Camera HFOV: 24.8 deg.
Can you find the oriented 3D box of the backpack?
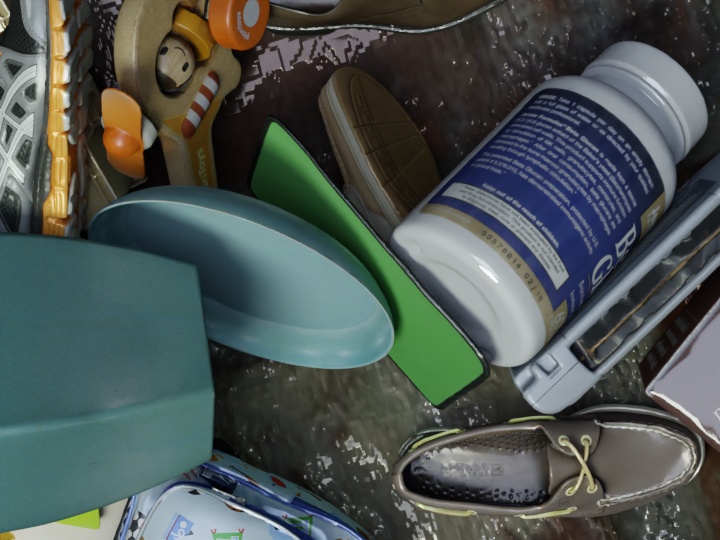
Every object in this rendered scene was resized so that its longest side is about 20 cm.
[{"bbox_3d":[-0.071,0.214,1.034,0.190,0.154,0.200,21,91,-3],"label":"backpack"}]

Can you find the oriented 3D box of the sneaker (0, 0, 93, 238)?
[{"bbox_3d":[-0.199,-0.091,0.957,0.077,0.078,0.200,8,111,1],"label":"sneaker"}]

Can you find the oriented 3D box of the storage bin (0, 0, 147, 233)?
[{"bbox_3d":[-0.276,-0.088,1.045,0.200,0.094,0.199,-25,108,8],"label":"storage bin"}]

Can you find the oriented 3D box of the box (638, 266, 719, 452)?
[{"bbox_3d":[0.292,0.063,0.963,0.200,0.166,0.164,38,97,6],"label":"box"}]

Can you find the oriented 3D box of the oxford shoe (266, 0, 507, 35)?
[{"bbox_3d":[0.018,-0.187,1.038,0.200,0.084,0.073,-11,88,7],"label":"oxford shoe"}]

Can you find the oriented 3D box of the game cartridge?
[{"bbox_3d":[0.172,0.003,0.994,0.200,0.133,0.042,-44,88,5],"label":"game cartridge"}]

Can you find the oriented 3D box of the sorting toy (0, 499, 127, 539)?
[{"bbox_3d":[-0.237,0.160,1.090,0.200,0.107,0.180,5,111,8],"label":"sorting toy"}]

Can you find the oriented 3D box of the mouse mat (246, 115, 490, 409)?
[{"bbox_3d":[0.000,0.000,1.011,0.008,0.161,0.200,-38,86,-15],"label":"mouse mat"}]

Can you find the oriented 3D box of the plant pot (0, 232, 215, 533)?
[{"bbox_3d":[-0.189,0.063,0.955,0.200,0.141,0.142,-6,59,-10],"label":"plant pot"}]

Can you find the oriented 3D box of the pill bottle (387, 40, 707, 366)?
[{"bbox_3d":[0.119,-0.046,0.983,0.111,0.111,0.200,43,67,5],"label":"pill bottle"}]

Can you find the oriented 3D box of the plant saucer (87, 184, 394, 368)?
[{"bbox_3d":[-0.070,0.002,1.012,0.200,0.200,0.027,18,65,7],"label":"plant saucer"}]

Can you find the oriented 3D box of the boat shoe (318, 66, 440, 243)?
[{"bbox_3d":[0.017,-0.031,1.047,0.069,0.074,0.200,-29,85,36],"label":"boat shoe"}]

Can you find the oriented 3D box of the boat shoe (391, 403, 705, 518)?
[{"bbox_3d":[0.119,0.125,1.042,0.200,0.060,0.072,-3,91,8],"label":"boat shoe"}]

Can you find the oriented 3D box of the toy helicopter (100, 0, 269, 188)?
[{"bbox_3d":[-0.115,-0.088,1.026,0.079,0.132,0.200,13,128,26],"label":"toy helicopter"}]
